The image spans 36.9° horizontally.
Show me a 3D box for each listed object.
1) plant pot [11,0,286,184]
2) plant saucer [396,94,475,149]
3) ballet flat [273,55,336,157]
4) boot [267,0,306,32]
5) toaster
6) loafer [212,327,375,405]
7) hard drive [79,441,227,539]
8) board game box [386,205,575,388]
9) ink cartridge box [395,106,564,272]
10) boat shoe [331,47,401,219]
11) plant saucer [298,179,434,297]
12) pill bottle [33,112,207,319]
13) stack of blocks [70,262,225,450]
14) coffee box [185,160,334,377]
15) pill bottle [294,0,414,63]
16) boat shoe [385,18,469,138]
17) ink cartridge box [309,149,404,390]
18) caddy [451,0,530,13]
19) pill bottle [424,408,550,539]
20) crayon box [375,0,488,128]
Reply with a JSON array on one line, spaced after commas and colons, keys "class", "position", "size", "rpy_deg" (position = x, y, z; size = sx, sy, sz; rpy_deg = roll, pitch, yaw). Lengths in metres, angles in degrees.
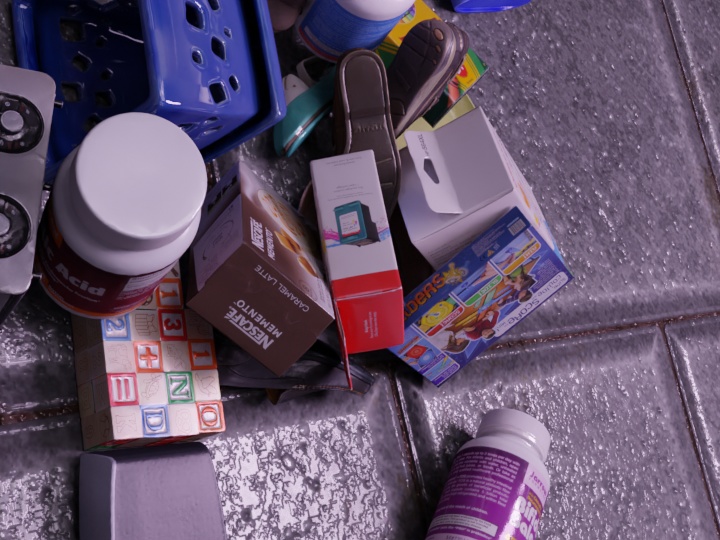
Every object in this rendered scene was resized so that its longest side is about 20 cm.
[{"class": "plant pot", "position": [-0.187, -0.195, 1.002], "size": [0.179, 0.199, 0.202], "rpy_deg": [0, 73, -49]}, {"class": "plant saucer", "position": [0.080, -0.167, 1.337], "size": [0.199, 0.031, 0.202], "rpy_deg": [18, 62, -36]}, {"class": "ballet flat", "position": [-0.056, -0.196, 1.209], "size": [0.070, 0.067, 0.200], "rpy_deg": [45, 45, -3]}, {"class": "boot", "position": [-0.119, -0.346, 1.147], "size": [0.070, 0.146, 0.202], "rpy_deg": [-25, 90, -42]}, {"class": "toaster", "position": [-0.315, -0.047, 0.835], "size": [0.118, 0.200, 0.183], "rpy_deg": [12, 66, -26]}, {"class": "loafer", "position": [-0.076, 0.098, 1.079], "size": [0.199, 0.073, 0.073], "rpy_deg": [21, 93, -29]}, {"class": "hard drive", "position": [-0.172, 0.252, 0.933], "size": [0.134, 0.042, 0.202], "rpy_deg": [2, 77, -41]}, {"class": "board game box", "position": [0.124, 0.034, 1.169], "size": [0.135, 0.200, 0.035], "rpy_deg": [40, 13, -50]}, {"class": "ink cartridge box", "position": [0.123, -0.070, 1.203], "size": [0.200, 0.124, 0.129], "rpy_deg": [46, 21, -52]}, {"class": "boat shoe", "position": [0.004, -0.137, 1.167], "size": [0.071, 0.068, 0.202], "rpy_deg": [0, 101, -9]}, {"class": "plant saucer", "position": [-0.001, -0.020, 1.205], "size": [0.199, 0.037, 0.202], "rpy_deg": [18, 62, -37]}, {"class": "pill bottle", "position": [-0.191, -0.039, 0.852], "size": [0.113, 0.200, 0.115], "rpy_deg": [7, 70, -21]}, {"class": "stack of blocks", "position": [-0.197, 0.056, 0.983], "size": [0.114, 0.058, 0.202], "rpy_deg": [2, 72, -41]}, {"class": "coffee box", "position": [-0.096, -0.008, 1.014], "size": [0.114, 0.080, 0.200], "rpy_deg": [40, 15, -22]}, {"class": "pill bottle", "position": [0.003, -0.301, 1.129], "size": [0.111, 0.200, 0.114], "rpy_deg": [3, 80, -16]}, {"class": "boat shoe", "position": [0.055, -0.194, 1.203], "size": [0.073, 0.200, 0.075], "rpy_deg": [-9, 64, -45]}, {"class": "ink cartridge box", "position": [0.000, 0.000, 1.053], "size": [0.067, 0.117, 0.202], "rpy_deg": [-10, 61, -2]}, {"class": "caddy", "position": [0.191, -0.422, 1.460], "size": [0.199, 0.141, 0.106], "rpy_deg": [-15, 87, -45]}, {"class": "pill bottle", "position": [0.143, 0.254, 1.174], "size": [0.112, 0.112, 0.201], "rpy_deg": [43, 51, -21]}, {"class": "crayon box", "position": [0.052, -0.278, 1.300], "size": [0.200, 0.051, 0.127], "rpy_deg": [44, 39, -2]}]
